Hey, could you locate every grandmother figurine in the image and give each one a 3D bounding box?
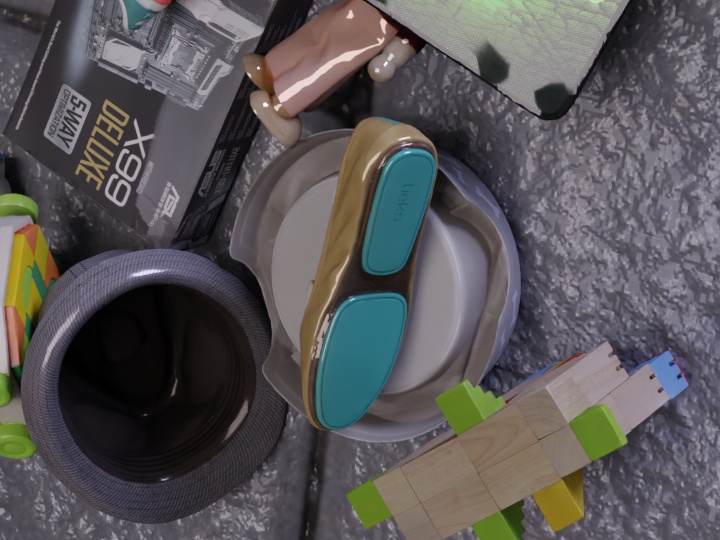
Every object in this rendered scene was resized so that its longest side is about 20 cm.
[{"bbox_3d":[0.018,-0.163,1.295,0.200,0.060,0.122,-33,54,23],"label":"grandmother figurine"}]

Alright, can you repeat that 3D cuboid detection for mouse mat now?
[{"bbox_3d":[0.069,-0.199,1.207,0.200,0.008,0.161,35,118,14],"label":"mouse mat"}]

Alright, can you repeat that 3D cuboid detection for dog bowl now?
[{"bbox_3d":[0.013,0.006,1.347,0.199,0.059,0.201,8,105,30],"label":"dog bowl"}]

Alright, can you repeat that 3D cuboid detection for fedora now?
[{"bbox_3d":[-0.149,0.063,1.420,0.177,0.200,0.090,-40,37,-6],"label":"fedora"}]

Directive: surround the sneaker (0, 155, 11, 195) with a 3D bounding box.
[{"bbox_3d":[-0.337,-0.030,1.543,0.199,0.076,0.081,-8,98,34],"label":"sneaker"}]

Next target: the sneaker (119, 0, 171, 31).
[{"bbox_3d":[-0.188,-0.234,1.348,0.200,0.070,0.094,41,110,15],"label":"sneaker"}]

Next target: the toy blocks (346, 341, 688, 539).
[{"bbox_3d":[0.106,0.097,1.273,0.200,0.137,0.100,-33,87,39],"label":"toy blocks"}]

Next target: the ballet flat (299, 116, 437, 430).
[{"bbox_3d":[0.000,0.000,1.294,0.063,0.068,0.201,41,120,49],"label":"ballet flat"}]

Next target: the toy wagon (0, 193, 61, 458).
[{"bbox_3d":[-0.230,0.051,1.462,0.039,0.156,0.200,-3,145,7],"label":"toy wagon"}]

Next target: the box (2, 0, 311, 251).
[{"bbox_3d":[-0.138,-0.136,1.411,0.157,0.050,0.201,36,116,20],"label":"box"}]
